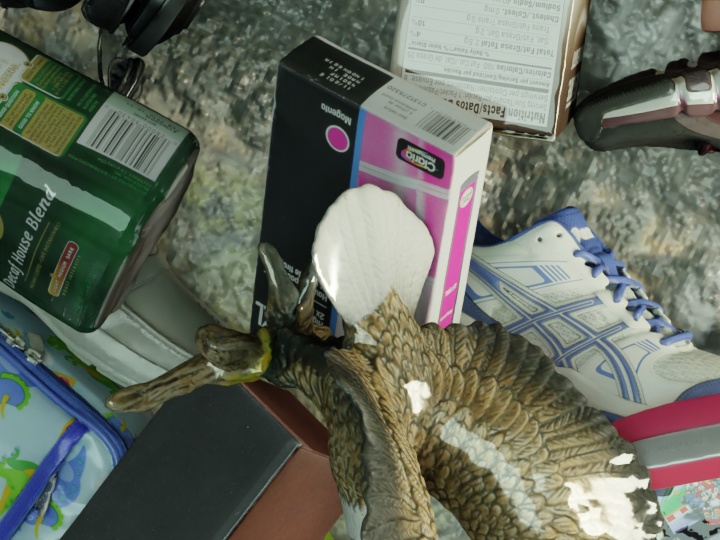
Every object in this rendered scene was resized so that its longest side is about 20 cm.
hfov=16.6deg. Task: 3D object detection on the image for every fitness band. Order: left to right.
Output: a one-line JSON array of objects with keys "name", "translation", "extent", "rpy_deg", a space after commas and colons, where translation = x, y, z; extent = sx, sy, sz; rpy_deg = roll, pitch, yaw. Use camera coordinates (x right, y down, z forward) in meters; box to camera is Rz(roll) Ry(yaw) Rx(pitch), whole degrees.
[{"name": "fitness band", "translation": [0.176, 0.112, 1.093], "extent": [0.199, 0.038, 0.144], "rpy_deg": [-9, 134, 11]}]

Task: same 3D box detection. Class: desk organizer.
[{"name": "desk organizer", "translation": [-0.091, 0.143, 1.139], "extent": [0.072, 0.077, 0.200], "rpy_deg": [42, 97, 31]}]

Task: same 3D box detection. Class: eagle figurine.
[{"name": "eagle figurine", "translation": [0.022, 0.082, 1.017], "extent": [0.152, 0.151, 0.200], "rpy_deg": [-44, 58, -8]}]

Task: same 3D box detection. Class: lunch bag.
[{"name": "lunch bag", "translation": [-0.198, 0.115, 1.196], "extent": [0.161, 0.082, 0.200], "rpy_deg": [40, 105, 10]}]

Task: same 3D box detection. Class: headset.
[{"name": "headset", "translation": [-0.125, -0.128, 1.104], "extent": [0.123, 0.200, 0.094], "rpy_deg": [20, 67, 16]}]

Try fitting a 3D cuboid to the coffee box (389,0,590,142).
[{"name": "coffee box", "translation": [0.067, -0.166, 1.099], "extent": [0.079, 0.114, 0.201], "rpy_deg": [9, 101, 8]}]

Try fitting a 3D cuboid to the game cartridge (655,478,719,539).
[{"name": "game cartridge", "translation": [0.193, 0.116, 1.160], "extent": [0.199, 0.038, 0.130], "rpy_deg": [-30, 96, 13]}]

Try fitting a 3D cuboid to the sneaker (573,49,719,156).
[{"name": "sneaker", "translation": [0.201, -0.045, 1.114], "extent": [0.199, 0.076, 0.116], "rpy_deg": [-10, 100, 10]}]

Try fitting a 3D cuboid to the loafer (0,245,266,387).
[{"name": "loafer", "translation": [-0.126, -0.003, 1.180], "extent": [0.199, 0.070, 0.070], "rpy_deg": [33, 111, 4]}]

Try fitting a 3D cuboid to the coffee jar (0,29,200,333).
[{"name": "coffee jar", "translation": [-0.178, -0.063, 1.103], "extent": [0.199, 0.085, 0.104], "rpy_deg": [31, 140, 1]}]

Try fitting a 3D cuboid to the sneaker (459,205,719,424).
[{"name": "sneaker", "translation": [0.100, 0.018, 1.128], "extent": [0.199, 0.075, 0.089], "rpy_deg": [18, 95, 20]}]

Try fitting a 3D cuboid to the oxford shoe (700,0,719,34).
[{"name": "oxford shoe", "translation": [0.246, -0.151, 1.092], "extent": [0.199, 0.071, 0.074], "rpy_deg": [-7, 95, 11]}]

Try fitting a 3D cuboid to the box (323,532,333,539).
[{"name": "box", "translation": [-0.035, 0.208, 1.166], "extent": [0.122, 0.048, 0.200], "rpy_deg": [-39, 63, 13]}]

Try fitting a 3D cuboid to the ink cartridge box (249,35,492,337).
[{"name": "ink cartridge box", "translation": [0.000, 0.000, 1.102], "extent": [0.094, 0.037, 0.201], "rpy_deg": [28, 136, 23]}]
